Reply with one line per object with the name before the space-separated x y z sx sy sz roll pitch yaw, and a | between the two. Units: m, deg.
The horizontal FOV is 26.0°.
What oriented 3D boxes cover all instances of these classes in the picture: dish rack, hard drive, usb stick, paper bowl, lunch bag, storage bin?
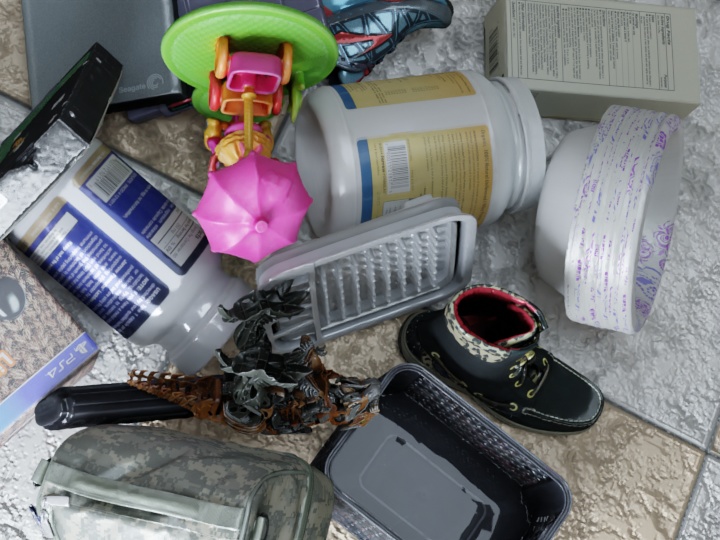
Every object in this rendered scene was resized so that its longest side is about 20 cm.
dish rack | 0.000 0.000 1.347 0.199 0.172 0.044 -18 65 -7
hard drive | -0.262 -0.101 1.278 0.038 0.200 0.140 42 107 -18
usb stick | -0.176 0.109 1.301 0.199 0.055 0.033 -2 74 -44
paper bowl | 0.222 -0.050 1.412 0.104 0.201 0.202 13 71 18
hard drive | -0.233 -0.240 1.395 0.139 0.033 0.202 -9 82 8
lunch bag | -0.141 0.194 1.238 0.199 0.168 0.140 10 74 21
storage bin | 0.066 0.192 1.362 0.200 0.094 0.135 38 71 -3

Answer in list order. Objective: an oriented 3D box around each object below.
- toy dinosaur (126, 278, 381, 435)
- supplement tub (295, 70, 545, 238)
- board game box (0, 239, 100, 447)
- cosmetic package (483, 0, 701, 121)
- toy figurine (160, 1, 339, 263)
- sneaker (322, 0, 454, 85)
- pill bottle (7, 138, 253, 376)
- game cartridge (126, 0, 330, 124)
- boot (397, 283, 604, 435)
toy dinosaur | -0.081 0.096 1.265 0.199 0.136 0.102 -14 52 -23
supplement tub | 0.052 -0.103 1.404 0.199 0.145 0.146 -8 78 -15
board game box | -0.343 0.051 1.293 0.159 0.097 0.200 -42 89 -19
cosmetic package | 0.223 -0.204 1.510 0.199 0.071 0.106 5 75 -13
toy figurine | -0.097 -0.092 1.295 0.149 0.200 0.185 4 67 -12
sneaker | -0.007 -0.210 1.461 0.199 0.079 0.096 -9 84 -6
pill bottle | -0.191 -0.009 1.332 0.200 0.116 0.116 41 71 -9
game cartridge | -0.131 -0.220 1.408 0.199 0.038 0.130 -18 76 7
boot | 0.142 0.082 1.375 0.203 0.154 0.074 25 72 -7
